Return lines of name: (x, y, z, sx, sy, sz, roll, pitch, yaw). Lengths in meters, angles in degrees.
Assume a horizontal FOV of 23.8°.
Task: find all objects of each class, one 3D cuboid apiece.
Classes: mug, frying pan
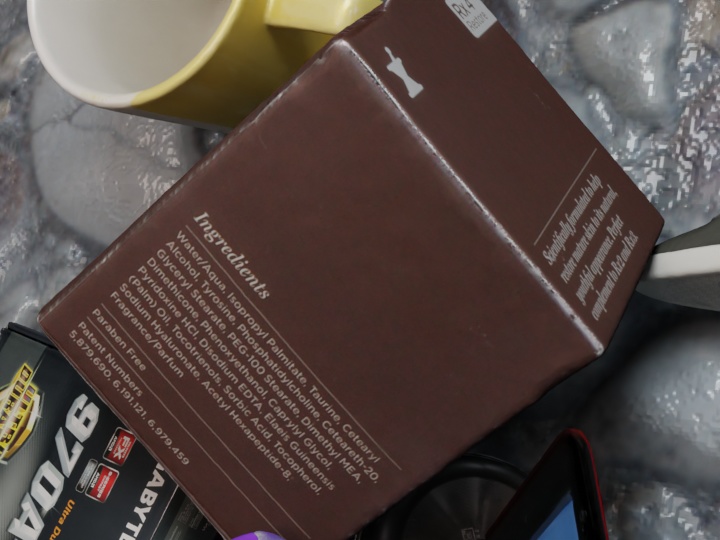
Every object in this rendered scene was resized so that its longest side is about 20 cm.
mug: (-0.066, -0.129, 0.922, 0.150, 0.153, 0.187, -47, 59, 14)
frying pan: (0.017, 0.131, 0.816, 0.189, 0.031, 0.116, 14, 63, -5)

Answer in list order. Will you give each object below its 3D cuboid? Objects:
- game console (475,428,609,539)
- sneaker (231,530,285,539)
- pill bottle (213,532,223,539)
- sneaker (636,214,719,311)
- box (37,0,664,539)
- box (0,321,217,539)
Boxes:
game console: (0.027, 0.185, 0.664, 0.171, 0.119, 0.201, -12, 54, 9)
sneaker: (-0.107, 0.183, 0.730, 0.099, 0.069, 0.201, 35, 91, 42)
pill bottle: (-0.107, 0.175, 0.900, 0.199, 0.112, 0.113, 2, 79, 32)
sneaker: (0.216, -0.044, 0.776, 0.199, 0.071, 0.100, -13, 68, 25)
box: (0.000, 0.000, 0.767, 0.200, 0.166, 0.164, -39, 94, 27)
box: (-0.159, 0.142, 0.848, 0.158, 0.046, 0.201, 19, 77, 37)
